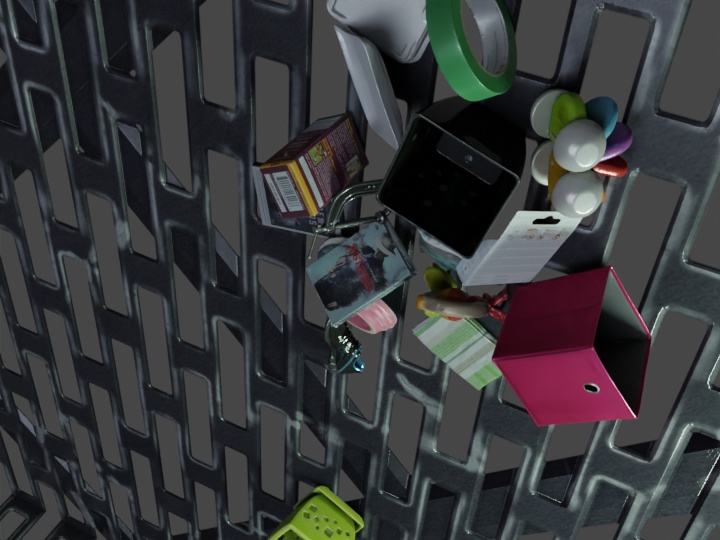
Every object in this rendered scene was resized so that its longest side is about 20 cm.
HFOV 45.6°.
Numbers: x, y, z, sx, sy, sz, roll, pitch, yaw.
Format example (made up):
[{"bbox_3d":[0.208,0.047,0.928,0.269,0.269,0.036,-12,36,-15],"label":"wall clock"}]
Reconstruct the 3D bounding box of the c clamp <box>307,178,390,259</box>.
[{"bbox_3d":[-0.006,-0.110,1.639,0.027,0.198,0.172,53,144,31],"label":"c clamp"}]

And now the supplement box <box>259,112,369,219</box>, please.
[{"bbox_3d":[-0.082,-0.196,1.594,0.085,0.200,0.111,-2,123,39],"label":"supplement box"}]

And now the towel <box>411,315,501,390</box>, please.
[{"bbox_3d":[0.220,0.157,1.813,0.200,0.031,0.149,41,138,-6],"label":"towel"}]

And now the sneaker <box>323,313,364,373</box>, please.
[{"bbox_3d":[-0.035,0.158,1.949,0.081,0.074,0.201,6,136,14],"label":"sneaker"}]

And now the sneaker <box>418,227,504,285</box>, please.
[{"bbox_3d":[0.196,-0.029,1.659,0.199,0.078,0.092,34,152,9],"label":"sneaker"}]

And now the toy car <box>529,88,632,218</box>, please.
[{"bbox_3d":[0.361,-0.193,1.373,0.148,0.176,0.202,-10,125,-3],"label":"toy car"}]

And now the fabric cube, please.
[{"bbox_3d":[0.387,0.142,1.556,0.198,0.201,0.197,-13,126,38],"label":"fabric cube"}]

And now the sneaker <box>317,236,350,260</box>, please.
[{"bbox_3d":[-0.012,-0.017,1.758,0.198,0.087,0.078,-1,151,34],"label":"sneaker"}]

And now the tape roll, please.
[{"bbox_3d":[0.172,-0.363,1.307,0.048,0.201,0.202,-10,118,38],"label":"tape roll"}]

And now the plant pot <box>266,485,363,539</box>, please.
[{"bbox_3d":[-0.119,0.722,2.357,0.198,0.182,0.200,40,136,-1],"label":"plant pot"}]

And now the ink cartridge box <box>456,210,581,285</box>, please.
[{"bbox_3d":[0.282,-0.052,1.523,0.201,0.158,0.048,-60,42,43],"label":"ink cartridge box"}]

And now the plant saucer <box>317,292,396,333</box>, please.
[{"bbox_3d":[-0.018,0.070,1.807,0.199,0.051,0.201,33,165,10],"label":"plant saucer"}]

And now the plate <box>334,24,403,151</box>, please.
[{"bbox_3d":[0.021,-0.322,1.479,0.032,0.200,0.201,-25,117,-5],"label":"plate"}]

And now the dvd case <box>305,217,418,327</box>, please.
[{"bbox_3d":[0.000,0.000,1.701,0.199,0.022,0.147,-32,63,10],"label":"dvd case"}]

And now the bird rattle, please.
[{"bbox_3d":[0.193,0.070,1.655,0.198,0.162,0.114,22,107,28],"label":"bird rattle"}]

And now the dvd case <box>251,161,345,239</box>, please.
[{"bbox_3d":[-0.128,-0.144,1.792,0.198,0.025,0.152,13,130,24],"label":"dvd case"}]

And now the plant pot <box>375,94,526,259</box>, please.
[{"bbox_3d":[0.173,-0.182,1.465,0.198,0.178,0.201,32,136,5],"label":"plant pot"}]

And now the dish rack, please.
[{"bbox_3d":[0.037,-0.450,1.435,0.199,0.044,0.172,35,135,3],"label":"dish rack"}]
